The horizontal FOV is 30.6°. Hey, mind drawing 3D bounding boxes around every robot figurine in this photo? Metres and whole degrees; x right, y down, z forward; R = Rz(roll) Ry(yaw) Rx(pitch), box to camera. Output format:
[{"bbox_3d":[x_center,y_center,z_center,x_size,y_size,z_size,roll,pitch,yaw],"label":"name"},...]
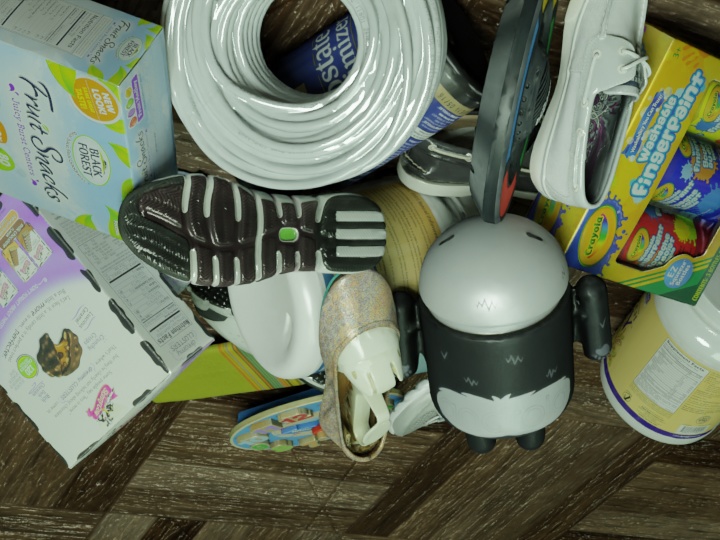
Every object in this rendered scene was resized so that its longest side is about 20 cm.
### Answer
[{"bbox_3d":[0.110,0.050,1.056,0.149,0.124,0.202,-28,129,-26],"label":"robot figurine"}]

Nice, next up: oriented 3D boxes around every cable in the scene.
[{"bbox_3d":[-0.040,-0.159,0.901,0.199,0.201,0.069,-34,-176,16],"label":"cable"}]

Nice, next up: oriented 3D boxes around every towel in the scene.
[{"bbox_3d":[-0.144,0.097,1.325,0.198,0.018,0.086,-10,141,23],"label":"towel"}]

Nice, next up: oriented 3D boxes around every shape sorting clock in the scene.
[{"bbox_3d":[-0.045,0.165,1.432,0.198,0.040,0.200,-11,158,-4],"label":"shape sorting clock"}]

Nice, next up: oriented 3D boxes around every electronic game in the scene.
[{"bbox_3d":[0.119,-0.133,0.973,0.041,0.201,0.201,13,145,9],"label":"electronic game"}]

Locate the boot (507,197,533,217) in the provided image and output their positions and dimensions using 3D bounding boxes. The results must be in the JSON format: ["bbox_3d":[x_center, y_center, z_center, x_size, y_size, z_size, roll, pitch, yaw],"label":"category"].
[{"bbox_3d":[0.153,-0.013,1.231,0.072,0.202,0.155,17,-178,1],"label":"boot"}]

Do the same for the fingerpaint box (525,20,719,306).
[{"bbox_3d":[0.253,-0.087,1.097,0.166,0.073,0.201,16,108,-32],"label":"fingerpaint box"}]

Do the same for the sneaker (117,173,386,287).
[{"bbox_3d":[-0.089,-0.024,0.962,0.198,0.077,0.115,5,178,-24],"label":"sneaker"}]

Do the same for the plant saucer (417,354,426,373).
[{"bbox_3d":[0.009,0.055,1.304,0.198,0.039,0.201,-1,155,0],"label":"plant saucer"}]

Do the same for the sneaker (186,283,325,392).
[{"bbox_3d":[-0.075,0.052,1.215,0.074,0.199,0.080,-49,166,-24],"label":"sneaker"}]

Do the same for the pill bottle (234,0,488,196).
[{"bbox_3d":[-0.008,-0.130,1.005,0.199,0.113,0.112,-30,140,24],"label":"pill bottle"}]

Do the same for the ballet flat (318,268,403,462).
[{"bbox_3d":[0.005,0.081,1.031,0.067,0.067,0.201,-21,142,-17],"label":"ballet flat"}]

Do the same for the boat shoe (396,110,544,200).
[{"bbox_3d":[0.130,-0.105,1.115,0.198,0.074,0.061,0,138,-12],"label":"boat shoe"}]

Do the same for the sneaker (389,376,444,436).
[{"bbox_3d":[0.122,0.132,1.380,0.198,0.083,0.075,-26,172,2],"label":"sneaker"}]

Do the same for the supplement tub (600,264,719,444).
[{"bbox_3d":[0.346,0.069,1.344,0.144,0.147,0.201,3,142,-18],"label":"supplement tub"}]

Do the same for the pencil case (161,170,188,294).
[{"bbox_3d":[-0.198,-0.003,1.153,0.090,0.084,0.200,30,129,-23],"label":"pencil case"}]

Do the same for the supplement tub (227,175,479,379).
[{"bbox_3d":[0.000,0.000,1.124,0.198,0.145,0.145,-15,150,-30],"label":"supplement tub"}]

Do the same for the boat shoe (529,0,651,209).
[{"bbox_3d":[0.187,-0.145,1.001,0.072,0.068,0.202,11,103,-39],"label":"boat shoe"}]

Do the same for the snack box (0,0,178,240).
[{"bbox_3d":[-0.231,-0.121,0.919,0.198,0.068,0.169,20,145,12],"label":"snack box"}]

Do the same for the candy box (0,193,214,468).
[{"bbox_3d":[-0.246,0.038,1.105,0.168,0.200,0.071,-40,180,34],"label":"candy box"}]
